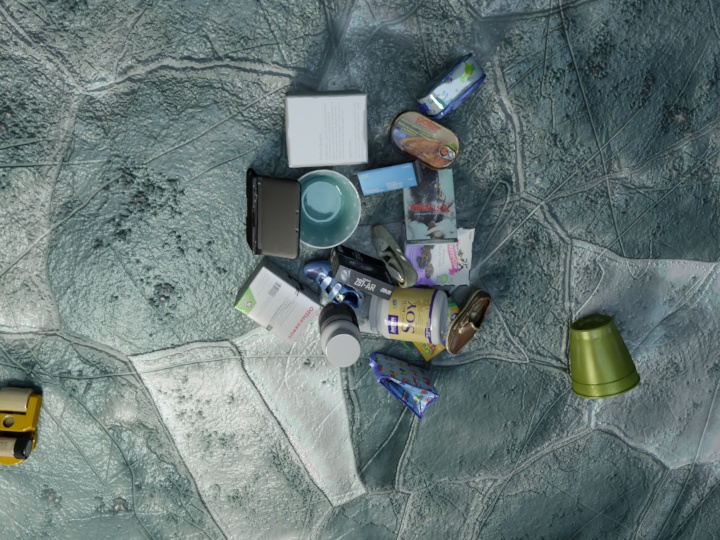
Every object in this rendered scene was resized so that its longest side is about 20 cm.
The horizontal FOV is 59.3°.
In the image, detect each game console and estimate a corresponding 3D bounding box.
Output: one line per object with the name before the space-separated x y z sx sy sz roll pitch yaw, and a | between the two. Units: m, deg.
game console | -0.227 -0.147 1.623 0.114 0.176 0.205 -2 109 -18

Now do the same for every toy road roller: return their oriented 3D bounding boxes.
toy road roller | -0.960 0.435 1.762 0.120 0.146 0.205 6 71 -9

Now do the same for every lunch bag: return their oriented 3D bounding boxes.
lunch bag | 0.110 0.309 1.824 0.198 0.151 0.095 33 102 -17
lunch bag | 0.217 -0.446 1.555 0.160 0.200 0.083 -40 102 6

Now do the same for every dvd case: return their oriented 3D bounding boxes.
dvd case | 0.185 -0.170 1.693 0.142 0.022 0.206 -2 83 -6

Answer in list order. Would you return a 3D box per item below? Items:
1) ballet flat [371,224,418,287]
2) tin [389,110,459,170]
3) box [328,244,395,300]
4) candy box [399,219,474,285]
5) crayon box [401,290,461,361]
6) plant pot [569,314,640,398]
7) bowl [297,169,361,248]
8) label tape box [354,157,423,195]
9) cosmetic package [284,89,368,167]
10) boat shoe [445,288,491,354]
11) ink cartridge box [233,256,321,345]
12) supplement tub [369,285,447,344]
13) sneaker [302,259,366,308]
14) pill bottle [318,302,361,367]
ballet flat | 0.081 -0.040 1.699 0.201 0.062 0.068 52 140 16
tin | 0.169 -0.345 1.670 0.197 0.042 0.113 25 108 -15
box | 0.000 0.000 1.679 0.157 0.201 0.044 21 105 -13
candy box | 0.208 -0.048 1.757 0.195 0.072 0.172 0 109 -6
crayon box | 0.210 0.172 1.844 0.198 0.052 0.127 -36 109 6
plant pot | 0.704 0.243 1.872 0.196 0.200 0.197 -17 98 -1
bowl | -0.101 -0.171 1.658 0.195 0.105 0.206 -2 109 -7
label tape box | 0.074 -0.234 1.589 0.141 0.200 0.065 -9 102 15
cosmetic package | -0.087 -0.355 1.565 0.195 0.165 0.169 -3 109 -7
boat shoe | 0.305 0.150 1.783 0.073 0.075 0.206 22 99 -17
ink cartridge box | -0.226 0.086 1.740 0.198 0.085 0.147 36 101 -17
supplement tub | 0.133 0.120 1.740 0.195 0.145 0.149 5 110 17
sneaker | -0.069 0.037 1.736 0.196 0.083 0.074 24 139 -12
pill bottle | -0.056 0.175 1.730 0.113 0.201 0.119 -2 110 -6
